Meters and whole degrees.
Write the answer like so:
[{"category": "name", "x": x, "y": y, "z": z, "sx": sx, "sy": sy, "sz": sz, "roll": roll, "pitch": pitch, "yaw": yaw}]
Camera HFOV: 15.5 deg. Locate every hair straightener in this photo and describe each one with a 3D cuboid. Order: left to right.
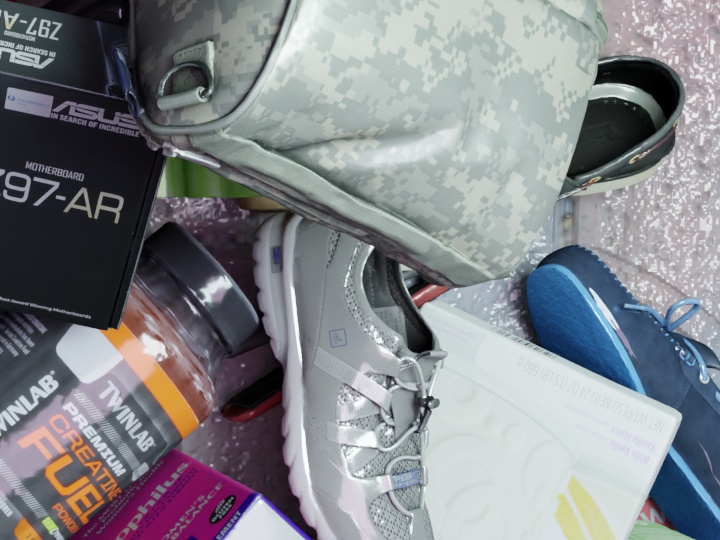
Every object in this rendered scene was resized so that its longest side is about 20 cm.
[{"category": "hair straightener", "x": 0.000, "y": 0.000, "z": 1.385, "sx": 0.200, "sy": 0.041, "sz": 0.077, "roll": -29, "pitch": 105, "yaw": -16}]

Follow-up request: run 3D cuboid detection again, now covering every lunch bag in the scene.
[{"category": "lunch bag", "x": 0.000, "y": -0.097, "z": 1.106, "sx": 0.200, "sy": 0.139, "sz": 0.168, "roll": 28, "pitch": 56, "yaw": -40}]

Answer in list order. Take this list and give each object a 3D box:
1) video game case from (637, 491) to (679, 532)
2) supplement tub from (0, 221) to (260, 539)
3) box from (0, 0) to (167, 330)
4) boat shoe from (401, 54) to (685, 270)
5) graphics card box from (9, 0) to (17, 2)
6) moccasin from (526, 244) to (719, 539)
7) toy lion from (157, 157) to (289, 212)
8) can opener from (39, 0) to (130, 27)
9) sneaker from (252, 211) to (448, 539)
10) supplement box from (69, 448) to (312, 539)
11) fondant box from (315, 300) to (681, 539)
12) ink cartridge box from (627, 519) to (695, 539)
[{"category": "video game case", "x": 0.156, "y": 0.228, "z": 1.477, "sx": 0.143, "sy": 0.017, "sz": 0.200, "roll": -25, "pitch": 103, "yaw": -16}, {"category": "supplement tub", "x": -0.146, "y": 0.065, "z": 1.300, "sx": 0.200, "sy": 0.107, "sz": 0.107, "roll": -41, "pitch": 107, "yaw": -9}, {"category": "box", "x": -0.187, "y": -0.055, "z": 1.166, "sx": 0.200, "sy": 0.160, "sz": 0.044, "roll": 13, "pitch": 50, "yaw": -8}, {"category": "boat shoe", "x": 0.079, "y": -0.060, "z": 1.384, "sx": 0.201, "sy": 0.063, "sz": 0.074, "roll": -21, "pitch": 66, "yaw": -21}, {"category": "graphics card box", "x": -0.259, "y": -0.157, "z": 1.195, "sx": 0.200, "sy": 0.125, "sz": 0.051, "roll": 15, "pitch": 91, "yaw": 3}, {"category": "moccasin", "x": 0.161, "y": 0.063, "z": 1.436, "sx": 0.068, "sy": 0.080, "sz": 0.200, "roll": -42, "pitch": 111, "yaw": -25}, {"category": "toy lion", "x": -0.062, "y": -0.054, "z": 1.277, "sx": 0.200, "sy": 0.192, "sz": 0.069, "roll": -5, "pitch": 97, "yaw": -19}, {"category": "can opener", "x": -0.165, "y": -0.083, "z": 1.223, "sx": 0.079, "sy": 0.063, "sz": 0.200, "roll": 33, "pitch": 127, "yaw": -29}, {"category": "sneaker", "x": 0.007, "y": 0.062, "z": 1.300, "sx": 0.075, "sy": 0.082, "sz": 0.200, "roll": -19, "pitch": 94, "yaw": -61}, {"category": "supplement box", "x": -0.077, "y": 0.160, "z": 1.288, "sx": 0.103, "sy": 0.200, "sz": 0.101, "roll": 44, "pitch": 79, "yaw": -17}, {"category": "fondant box", "x": 0.060, "y": 0.135, "z": 1.371, "sx": 0.144, "sy": 0.058, "sz": 0.200, "roll": 24, "pitch": 94, "yaw": 8}, {"category": "ink cartridge box", "x": 0.166, "y": 0.216, "z": 1.363, "sx": 0.048, "sy": 0.200, "sz": 0.146, "roll": 2, "pitch": 95, "yaw": -20}]
